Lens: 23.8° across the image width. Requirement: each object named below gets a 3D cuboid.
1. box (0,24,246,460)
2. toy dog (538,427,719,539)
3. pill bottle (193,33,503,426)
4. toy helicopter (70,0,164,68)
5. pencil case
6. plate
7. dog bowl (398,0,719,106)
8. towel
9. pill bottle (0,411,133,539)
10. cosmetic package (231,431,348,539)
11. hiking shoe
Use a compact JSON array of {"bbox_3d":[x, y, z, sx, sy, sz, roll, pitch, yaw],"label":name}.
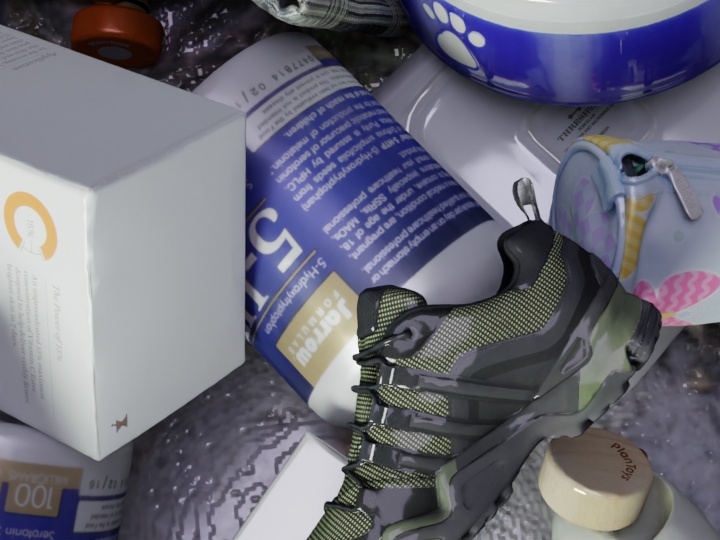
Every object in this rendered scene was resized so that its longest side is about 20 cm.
[{"bbox_3d":[-0.154,-0.025,0.737,0.199,0.125,0.097,22,35,30],"label":"box"},{"bbox_3d":[0.166,0.137,0.770,0.200,0.132,0.096,40,42,6],"label":"toy dog"},{"bbox_3d":[0.000,0.000,0.785,0.120,0.120,0.200,-43,79,-8],"label":"pill bottle"},{"bbox_3d":[-0.176,-0.167,0.818,0.198,0.132,0.080,8,76,-11],"label":"toy helicopter"},{"bbox_3d":[0.185,-0.022,0.783,0.198,0.091,0.083,0,40,-18],"label":"pencil case"},{"bbox_3d":[0.114,-0.068,0.851,0.200,0.032,0.200,43,81,11],"label":"plate"},{"bbox_3d":[0.108,-0.180,0.824,0.198,0.079,0.202,-4,57,6],"label":"dog bowl"},{"bbox_3d":[-0.070,-0.180,0.807,0.200,0.192,0.035,39,104,10],"label":"towel"},{"bbox_3d":[-0.175,0.161,0.754,0.119,0.120,0.202,10,89,4],"label":"pill bottle"},{"bbox_3d":[-0.046,0.181,0.757,0.084,0.108,0.201,33,79,7],"label":"cosmetic package"},{"bbox_3d":[0.022,0.058,0.687,0.200,0.076,0.101,-43,84,-6],"label":"hiking shoe"}]
